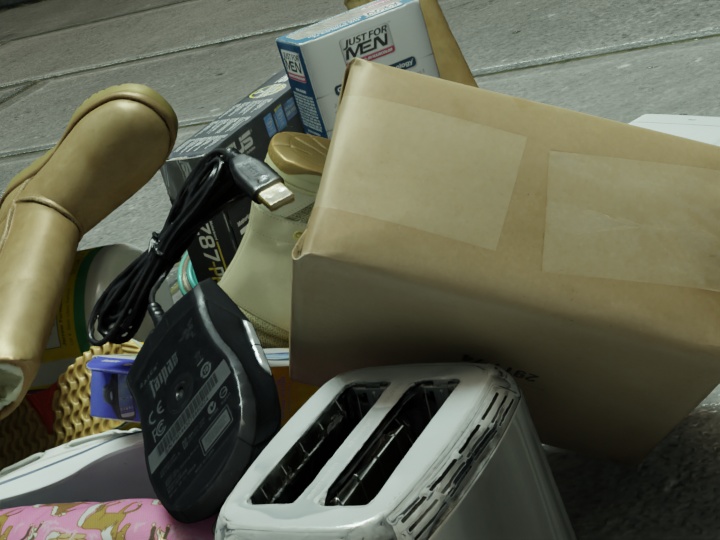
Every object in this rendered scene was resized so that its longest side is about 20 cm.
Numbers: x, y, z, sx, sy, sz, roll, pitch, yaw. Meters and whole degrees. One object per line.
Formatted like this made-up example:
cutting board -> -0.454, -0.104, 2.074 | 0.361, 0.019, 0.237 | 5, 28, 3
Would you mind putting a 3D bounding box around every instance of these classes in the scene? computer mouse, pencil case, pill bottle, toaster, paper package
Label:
computer mouse -> -0.062, 0.027, 0.682 | 0.141, 0.046, 0.200 | -54, 35, 11
pencil case -> -0.110, 0.155, 0.689 | 0.199, 0.087, 0.083 | -6, -2, 31
pill bottle -> -0.246, 0.050, 1.033 | 0.198, 0.114, 0.113 | -11, 22, 20
toaster -> 0.015, 0.127, 0.600 | 0.113, 0.130, 0.200 | -5, 24, 32
paper package -> 0.071, 0.006, 0.676 | 0.198, 0.191, 0.104 | 14, 67, 2

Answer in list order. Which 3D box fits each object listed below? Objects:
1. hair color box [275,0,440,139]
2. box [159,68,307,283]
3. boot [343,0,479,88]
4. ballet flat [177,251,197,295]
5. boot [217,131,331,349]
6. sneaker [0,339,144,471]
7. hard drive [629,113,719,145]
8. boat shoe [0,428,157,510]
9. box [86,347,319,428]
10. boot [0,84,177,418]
hair color box -> 0.017, -0.095, 1.059 | 0.099, 0.201, 0.060 | -23, 21, -15
box -> -0.065, -0.050, 1.069 | 0.049, 0.162, 0.200 | -6, 23, 29
boot -> 0.075, -0.155, 1.109 | 0.066, 0.201, 0.175 | -29, 4, -32
ballet flat -> -0.105, -0.008, 1.156 | 0.070, 0.068, 0.200 | -34, 9, 35
boot -> 0.000, 0.000, 0.961 | 0.199, 0.156, 0.073 | 12, 28, -31
sneaker -> -0.181, 0.105, 0.921 | 0.199, 0.076, 0.090 | -23, -24, 33
hard drive -> 0.203, -0.072, 1.098 | 0.199, 0.027, 0.132 | -30, 24, -28
boat shoe -> -0.145, 0.121, 0.827 | 0.198, 0.074, 0.065 | -12, 25, 12
box -> -0.063, 0.069, 0.824 | 0.118, 0.042, 0.199 | 1, 2, 40
boot -> -0.197, -0.007, 0.899 | 0.175, 0.066, 0.201 | -37, 29, 34
